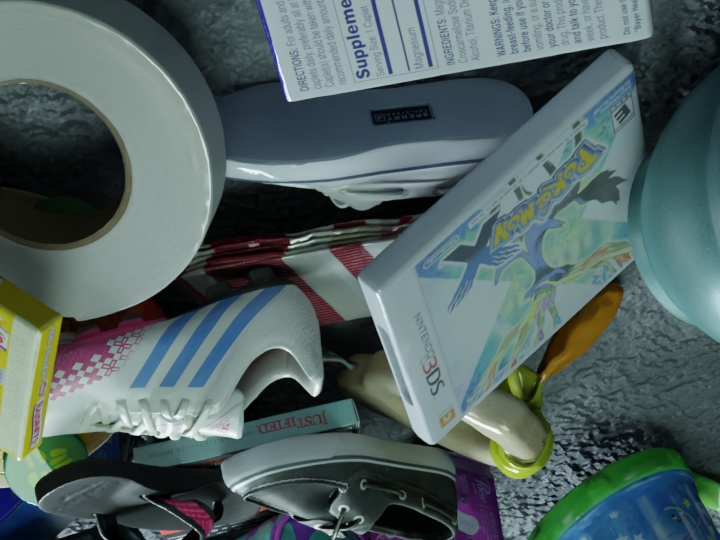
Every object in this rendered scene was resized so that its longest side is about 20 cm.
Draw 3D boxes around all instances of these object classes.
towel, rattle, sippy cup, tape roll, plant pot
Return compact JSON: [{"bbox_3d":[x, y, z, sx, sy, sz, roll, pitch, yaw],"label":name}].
[{"bbox_3d":[0.000,0.000,1.442,0.199,0.023,0.144,-9,160,14],"label":"towel"},{"bbox_3d":[0.045,0.042,1.520,0.199,0.144,0.130,20,-179,31],"label":"rattle"},{"bbox_3d":[0.201,0.214,1.627,0.177,0.131,0.140,-35,151,2],"label":"sippy cup"},{"bbox_3d":[-0.175,-0.066,1.320,0.201,0.037,0.204,5,121,9],"label":"tape roll"},{"bbox_3d":[0.238,-0.033,1.352,0.200,0.201,0.134,25,158,-30],"label":"plant pot"}]

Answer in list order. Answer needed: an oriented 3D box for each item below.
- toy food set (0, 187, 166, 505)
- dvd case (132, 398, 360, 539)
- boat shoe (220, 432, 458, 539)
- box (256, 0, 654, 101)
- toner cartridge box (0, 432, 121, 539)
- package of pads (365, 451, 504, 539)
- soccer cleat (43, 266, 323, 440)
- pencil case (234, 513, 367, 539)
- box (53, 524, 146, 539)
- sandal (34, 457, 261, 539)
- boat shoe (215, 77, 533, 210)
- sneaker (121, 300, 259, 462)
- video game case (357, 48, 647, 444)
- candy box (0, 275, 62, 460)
[{"bbox_3d":[-0.220,0.042,1.430,0.197,0.049,0.201,16,104,-12],"label":"toy food set"},{"bbox_3d":[-0.070,0.137,1.565,0.145,0.022,0.200,-13,162,-3],"label":"dvd case"},{"bbox_3d":[-0.005,0.142,1.507,0.068,0.057,0.199,-30,155,37],"label":"boat shoe"},{"bbox_3d":[0.037,-0.197,1.189,0.199,0.105,0.184,-10,139,5],"label":"box"},{"bbox_3d":[-0.230,0.143,1.570,0.043,0.095,0.200,23,133,-31],"label":"toner cartridge box"},{"bbox_3d":[0.021,0.226,1.666,0.075,0.121,0.200,16,136,-30],"label":"package of pads"},{"bbox_3d":[-0.115,0.068,1.377,0.199,0.087,0.070,-22,159,-4],"label":"soccer cleat"},{"bbox_3d":[-0.079,0.230,1.660,0.085,0.092,0.200,52,135,-4],"label":"pencil case"},{"bbox_3d":[-0.233,0.237,1.598,0.160,0.044,0.200,-37,173,8],"label":"box"},{"bbox_3d":[-0.128,0.152,1.460,0.075,0.045,0.200,-30,158,22],"label":"sandal"},{"bbox_3d":[0.001,-0.065,1.365,0.199,0.074,0.066,-1,136,-2],"label":"boat shoe"},{"bbox_3d":[-0.105,0.076,1.525,0.090,0.076,0.200,-3,155,-15],"label":"sneaker"},{"bbox_3d":[0.092,-0.010,1.372,0.200,0.022,0.183,-42,149,-14],"label":"video game case"},{"bbox_3d":[-0.258,0.018,1.349,0.199,0.026,0.103,31,129,19],"label":"candy box"}]
